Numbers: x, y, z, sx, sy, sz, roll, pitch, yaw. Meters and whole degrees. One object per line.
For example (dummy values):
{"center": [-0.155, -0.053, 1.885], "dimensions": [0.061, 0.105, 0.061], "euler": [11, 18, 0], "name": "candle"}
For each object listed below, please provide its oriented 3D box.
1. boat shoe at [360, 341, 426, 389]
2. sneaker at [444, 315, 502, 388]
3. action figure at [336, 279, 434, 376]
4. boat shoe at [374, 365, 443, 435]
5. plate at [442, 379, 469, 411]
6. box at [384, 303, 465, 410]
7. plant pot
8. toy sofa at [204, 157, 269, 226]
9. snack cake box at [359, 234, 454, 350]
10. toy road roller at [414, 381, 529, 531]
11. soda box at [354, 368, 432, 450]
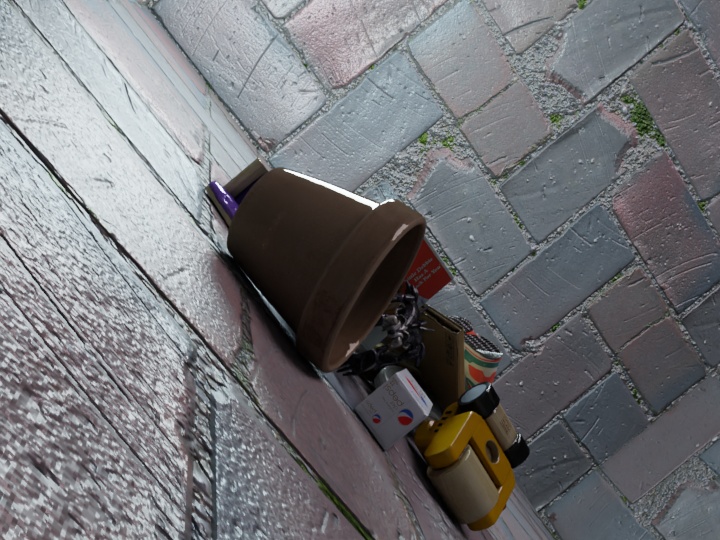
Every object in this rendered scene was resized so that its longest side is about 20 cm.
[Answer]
{"center": [0.043, 0.151, 1.335], "dimensions": [0.200, 0.073, 0.063], "euler": [51, 4, -48], "name": "boat shoe"}
{"center": [0.167, 0.144, 1.449], "dimensions": [0.069, 0.096, 0.200], "euler": [5, 16, -24], "name": "sneaker"}
{"center": [0.028, 0.078, 1.147], "dimensions": [0.199, 0.100, 0.122], "euler": [-8, 96, -63], "name": "action figure"}
{"center": [0.068, 0.205, 1.300], "dimensions": [0.202, 0.064, 0.075], "euler": [41, 21, -55], "name": "boat shoe"}
{"center": [0.104, 0.193, 1.456], "dimensions": [0.198, 0.025, 0.204], "euler": [29, -48, 37], "name": "plate"}
{"center": [0.098, 0.126, 1.350], "dimensions": [0.162, 0.021, 0.203], "euler": [33, -34, 34], "name": "box"}
{"center": [-0.050, -0.018, 0.937], "dimensions": [0.173, 0.202, 0.200], "euler": [33, -2, 11], "name": "plant pot"}
{"center": [-0.115, -0.054, 1.112], "dimensions": [0.201, 0.082, 0.098], "euler": [54, 1, 33], "name": "toy sofa"}
{"center": [0.022, 0.024, 1.216], "dimensions": [0.115, 0.199, 0.067], "euler": [50, 1, -34], "name": "snack cake box"}
{"center": [0.136, 0.265, 1.205], "dimensions": [0.124, 0.144, 0.200], "euler": [57, 38, -10], "name": "toy road roller"}
{"center": [0.046, 0.172, 1.085], "dimensions": [0.064, 0.068, 0.200], "euler": [51, 2, 8], "name": "soda box"}
